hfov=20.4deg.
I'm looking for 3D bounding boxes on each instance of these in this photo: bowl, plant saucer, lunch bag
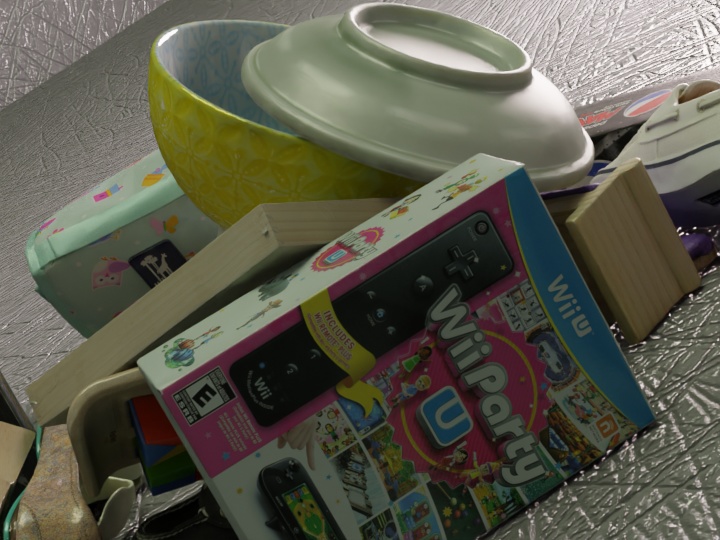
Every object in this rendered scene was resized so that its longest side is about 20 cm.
[{"bbox_3d":[-0.031,-0.057,1.138,0.200,0.108,0.200,13,22,-5],"label":"bowl"},{"bbox_3d":[0.036,-0.105,1.091,0.200,0.050,0.200,13,22,-5],"label":"plant saucer"},{"bbox_3d":[-0.145,-0.027,1.481,0.170,0.122,0.200,-26,-7,7],"label":"lunch bag"}]

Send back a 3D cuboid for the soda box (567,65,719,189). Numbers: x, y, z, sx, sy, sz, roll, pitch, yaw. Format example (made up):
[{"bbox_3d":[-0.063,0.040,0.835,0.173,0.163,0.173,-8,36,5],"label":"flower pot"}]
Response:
[{"bbox_3d":[0.166,-0.071,1.258,0.200,0.063,0.071,-14,22,44],"label":"soda box"}]

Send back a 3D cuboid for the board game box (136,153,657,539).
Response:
[{"bbox_3d":[0.018,0.058,0.953,0.200,0.148,0.064,-32,15,-10],"label":"board game box"}]

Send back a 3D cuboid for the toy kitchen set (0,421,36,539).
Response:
[{"bbox_3d":[-0.301,0.097,1.182,0.200,0.163,0.180,17,19,-4],"label":"toy kitchen set"}]

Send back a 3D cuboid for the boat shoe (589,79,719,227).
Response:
[{"bbox_3d":[0.191,-0.070,1.120,0.200,0.071,0.070,156,127,-70],"label":"boat shoe"}]

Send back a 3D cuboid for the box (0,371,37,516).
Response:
[{"bbox_3d":[-0.322,0.122,1.319,0.200,0.159,0.048,-29,8,-2],"label":"box"}]

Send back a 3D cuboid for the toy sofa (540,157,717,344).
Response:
[{"bbox_3d":[0.098,-0.009,1.146,0.200,0.083,0.098,-9,26,50],"label":"toy sofa"}]

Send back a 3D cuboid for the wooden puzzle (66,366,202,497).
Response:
[{"bbox_3d":[-0.059,0.073,1.096,0.200,0.046,0.185,-22,-15,-11],"label":"wooden puzzle"}]

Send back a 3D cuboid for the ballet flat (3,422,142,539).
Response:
[{"bbox_3d":[-0.169,0.133,1.228,0.067,0.068,0.200,-8,23,3],"label":"ballet flat"}]

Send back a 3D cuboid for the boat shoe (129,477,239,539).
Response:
[{"bbox_3d":[-0.048,0.112,1.051,0.200,0.064,0.071,-22,18,24],"label":"boat shoe"}]

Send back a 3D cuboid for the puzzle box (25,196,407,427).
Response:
[{"bbox_3d":[-0.068,0.022,1.047,0.200,0.025,0.133,-35,-18,34],"label":"puzzle box"}]
